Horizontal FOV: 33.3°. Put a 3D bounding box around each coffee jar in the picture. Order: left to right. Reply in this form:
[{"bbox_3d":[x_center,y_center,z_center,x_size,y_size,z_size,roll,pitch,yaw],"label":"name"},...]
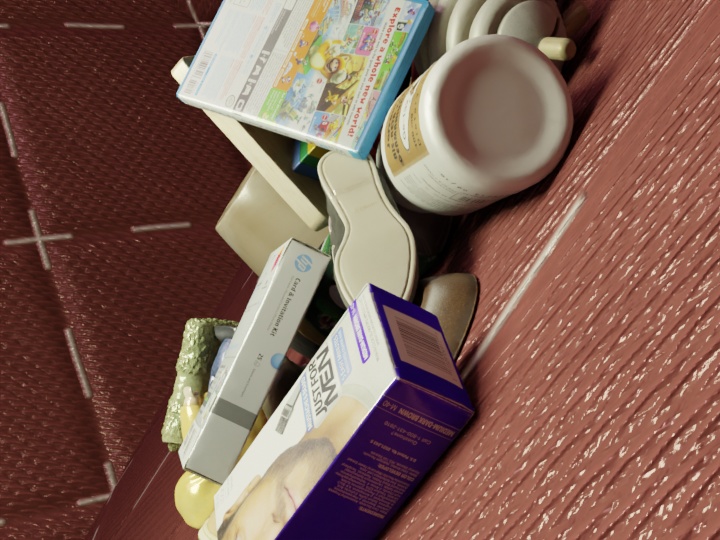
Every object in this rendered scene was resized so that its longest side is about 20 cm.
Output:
[{"bbox_3d":[0.000,0.000,1.112,0.200,0.085,0.105,-48,15,45],"label":"coffee jar"}]

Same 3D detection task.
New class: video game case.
[{"bbox_3d":[-0.050,-0.185,1.032,0.144,0.199,0.018,-64,-30,-9],"label":"video game case"}]

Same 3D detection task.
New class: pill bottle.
[{"bbox_3d":[0.078,-0.103,0.943,0.115,0.114,0.200,-59,8,-12],"label":"pill bottle"}]

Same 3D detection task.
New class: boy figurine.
[{"bbox_3d":[-0.131,0.161,1.212,0.064,0.124,0.201,0,73,52],"label":"boy figurine"}]

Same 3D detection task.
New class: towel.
[{"bbox_3d":[-0.146,0.126,1.309,0.200,0.036,0.150,23,-102,-67],"label":"towel"}]

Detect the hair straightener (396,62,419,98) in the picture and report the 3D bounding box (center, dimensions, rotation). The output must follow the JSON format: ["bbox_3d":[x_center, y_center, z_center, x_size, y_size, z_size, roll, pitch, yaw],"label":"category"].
[{"bbox_3d":[0.034,-0.227,1.136,0.041,0.077,0.201,-43,-30,-29],"label":"hair straightener"}]

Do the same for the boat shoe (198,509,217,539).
[{"bbox_3d":[-0.079,0.185,0.935,0.070,0.073,0.200,-63,8,-2],"label":"boat shoe"}]

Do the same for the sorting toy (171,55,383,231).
[{"bbox_3d":[-0.051,-0.152,1.159,0.070,0.200,0.199,-44,-5,25],"label":"sorting toy"}]

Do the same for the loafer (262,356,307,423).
[{"bbox_3d":[-0.068,0.121,1.119,0.075,0.069,0.200,-58,8,-8],"label":"loafer"}]

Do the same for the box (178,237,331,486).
[{"bbox_3d":[-0.093,0.076,1.019,0.156,0.041,0.201,157,137,-79],"label":"box"}]

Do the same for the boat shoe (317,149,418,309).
[{"bbox_3d":[0.009,-0.019,0.949,0.201,0.066,0.057,-105,-2,-46],"label":"boat shoe"}]

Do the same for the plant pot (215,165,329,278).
[{"bbox_3d":[-0.057,-0.048,1.324,0.201,0.173,0.200,-55,10,14],"label":"plant pot"}]

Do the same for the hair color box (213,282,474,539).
[{"bbox_3d":[-0.018,0.121,0.774,0.201,0.065,0.110,-56,24,21],"label":"hair color box"}]

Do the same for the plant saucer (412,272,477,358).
[{"bbox_3d":[0.019,0.081,0.902,0.201,0.032,0.200,-57,8,12],"label":"plant saucer"}]

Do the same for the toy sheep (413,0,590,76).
[{"bbox_3d":[0.117,-0.198,1.030,0.138,0.138,0.200,-58,27,-8],"label":"toy sheep"}]
